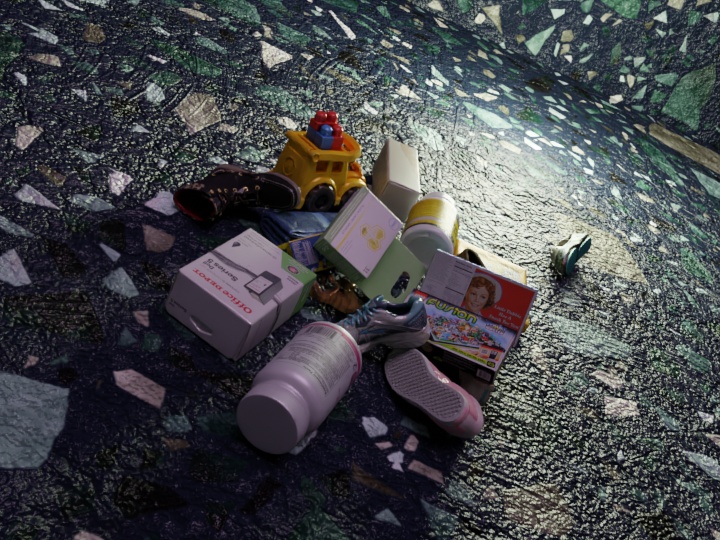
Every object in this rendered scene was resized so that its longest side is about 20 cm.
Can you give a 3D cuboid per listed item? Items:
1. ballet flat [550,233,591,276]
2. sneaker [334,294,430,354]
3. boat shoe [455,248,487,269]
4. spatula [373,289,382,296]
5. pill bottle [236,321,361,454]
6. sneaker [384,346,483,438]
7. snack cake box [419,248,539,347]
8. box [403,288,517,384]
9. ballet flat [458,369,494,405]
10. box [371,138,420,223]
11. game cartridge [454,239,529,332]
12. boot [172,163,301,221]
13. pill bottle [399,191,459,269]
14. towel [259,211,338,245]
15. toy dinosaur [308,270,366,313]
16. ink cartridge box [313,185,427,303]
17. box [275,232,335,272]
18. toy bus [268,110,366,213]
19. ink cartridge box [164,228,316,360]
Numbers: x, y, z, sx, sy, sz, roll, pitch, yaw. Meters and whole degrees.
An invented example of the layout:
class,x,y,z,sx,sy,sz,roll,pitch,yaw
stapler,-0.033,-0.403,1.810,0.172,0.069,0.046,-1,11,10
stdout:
class,x,y,z,sx,sy,sz,roll,pitch,yaw
ballet flat,0.486,-0.039,1.907,0.074,0.074,0.200,38,32,16
sneaker,0.013,0.081,1.316,0.200,0.086,0.078,-9,30,-7
boat shoe,0.232,0.051,1.545,0.072,0.068,0.200,-16,66,-31
spatula,0.000,0.000,1.503,0.056,0.021,0.200,9,21,-26
pill bottle,-0.086,0.165,1.149,0.113,0.113,0.200,33,33,8
sneaker,0.121,0.202,1.300,0.105,0.075,0.200,42,-3,-41
snack cake box,0.211,0.051,1.483,0.200,0.115,0.067,23,-1,7
box,0.156,0.109,1.386,0.200,0.035,0.110,22,45,17
ballet flat,0.198,0.152,1.422,0.067,0.062,0.200,14,35,-22
box,0.076,-0.200,1.787,0.078,0.095,0.200,20,35,-13
game cartridge,0.266,0.028,1.671,0.176,0.032,0.200,24,32,-7
boot,-0.225,-0.135,1.466,0.200,0.073,0.151,19,31,22
pill bottle,0.146,-0.085,1.663,0.111,0.111,0.200,26,33,-3
towel,-0.084,-0.077,1.529,0.200,0.049,0.112,-2,32,-37
toy dinosaur,-0.017,0.055,1.422,0.200,0.060,0.106,23,46,-29
ink cartridge box,0.031,-0.029,1.417,0.200,0.048,0.146,43,55,-11
box,-0.055,-0.037,1.436,0.200,0.070,0.064,-16,90,-37
toy bus,-0.065,-0.222,1.615,0.200,0.192,0.136,-4,36,-42
ink cartridge box,-0.186,0.033,1.281,0.145,0.084,0.200,35,33,10
